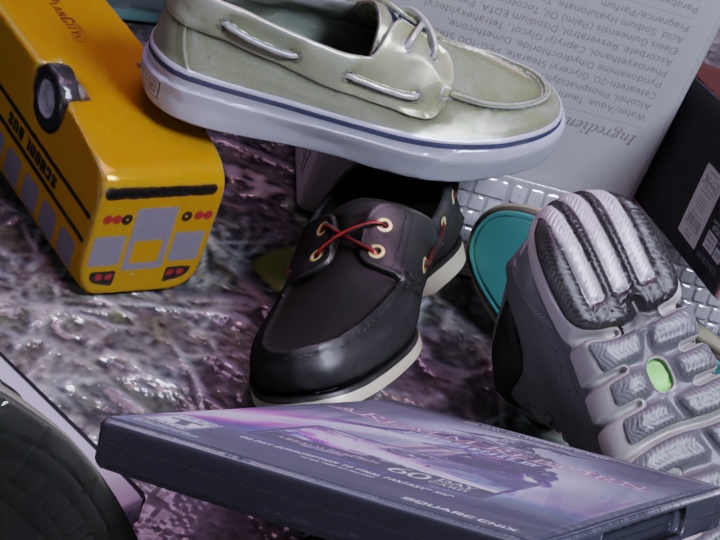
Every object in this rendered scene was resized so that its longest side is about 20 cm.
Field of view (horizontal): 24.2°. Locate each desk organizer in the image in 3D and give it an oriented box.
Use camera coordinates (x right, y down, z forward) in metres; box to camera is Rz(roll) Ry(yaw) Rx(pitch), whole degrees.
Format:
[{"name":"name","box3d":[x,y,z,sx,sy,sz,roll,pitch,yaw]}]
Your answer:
[{"name":"desk organizer","box3d":[0.190,-0.046,0.822,0.077,0.072,0.200,17,19,-13]}]

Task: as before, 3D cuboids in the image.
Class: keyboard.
[{"name":"keyboard","box3d":[0.125,-0.007,0.849,0.199,0.056,0.011,14,27,-13]}]

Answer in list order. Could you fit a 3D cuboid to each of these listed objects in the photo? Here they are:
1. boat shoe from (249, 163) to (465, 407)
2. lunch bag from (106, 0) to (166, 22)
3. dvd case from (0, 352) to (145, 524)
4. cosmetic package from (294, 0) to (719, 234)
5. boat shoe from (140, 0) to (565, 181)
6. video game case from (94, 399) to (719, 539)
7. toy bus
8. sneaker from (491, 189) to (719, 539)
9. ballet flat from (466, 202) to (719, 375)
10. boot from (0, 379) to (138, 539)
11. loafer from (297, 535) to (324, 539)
[{"name":"boat shoe","box3d":[-0.003,0.000,0.733,0.073,0.063,0.201,-1,23,20]},{"name":"lunch bag","box3d":[-0.099,-0.228,0.939,0.199,0.171,0.122,8,41,-23]},{"name":"dvd case","box3d":[-0.191,0.069,0.571,0.143,0.018,0.200,40,35,25]},{"name":"cosmetic package","box3d":[0.072,-0.133,0.870,0.166,0.200,0.168,15,32,-13]},{"name":"boat shoe","box3d":[0.005,-0.087,0.739,0.199,0.062,0.072,5,44,-21]},{"name":"video game case","box3d":[0.027,0.069,0.556,0.143,0.019,0.200,13,4,26]},{"name":"toy bus","box3d":[-0.137,-0.081,0.778,0.065,0.078,0.200,-6,41,-36]},{"name":"sneaker","box3d":[0.111,0.072,0.706,0.075,0.115,0.201,-15,80,-19]},{"name":"ballet flat","box3d":[0.134,0.039,0.790,0.200,0.070,0.069,41,36,25]},{"name":"boot","box3d":[-0.155,0.031,0.533,0.204,0.073,0.154,50,-4,-32]},{"name":"loafer","box3d":[0.028,0.112,0.590,0.200,0.071,0.073,-14,46,-44]}]
